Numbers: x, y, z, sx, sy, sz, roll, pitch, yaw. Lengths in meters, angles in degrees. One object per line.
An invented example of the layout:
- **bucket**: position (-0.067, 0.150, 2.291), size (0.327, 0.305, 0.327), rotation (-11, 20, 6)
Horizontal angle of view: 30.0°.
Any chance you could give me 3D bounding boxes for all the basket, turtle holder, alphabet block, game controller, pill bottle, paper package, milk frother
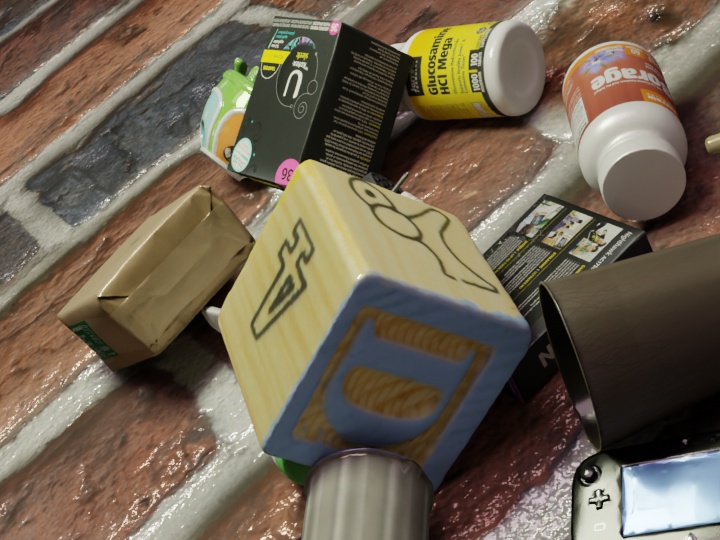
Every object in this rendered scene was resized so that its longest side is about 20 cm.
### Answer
- **basket**: position (0.265, 0.046, 1.122), size (0.198, 0.181, 0.137), rotation (-22, 53, 1)
- **turtle holder**: position (-0.160, -0.200, 1.811), size (0.132, 0.141, 0.185), rotation (-53, 44, -1)
- **alphabet block**: position (0.006, 0.051, 1.221), size (0.198, 0.193, 0.201), rotation (-58, 31, 21)
- **game controller**: position (0.259, 0.177, 1.053), size (0.198, 0.042, 0.105), rotation (-15, 37, 26)
- **pill bottle**: position (0.276, -0.144, 1.391), size (0.111, 0.113, 0.201), rotation (-22, 34, 15)
- **paper package**: position (-0.241, 0.013, 1.572), size (0.191, 0.104, 0.199), rotation (-49, 13, -24)
- **milk frother**: position (-0.046, 0.236, 1.092), size (0.179, 0.201, 0.189), rotation (-23, 33, 21)
- **pill bottle**: position (0.119, -0.243, 1.651), size (0.198, 0.113, 0.113), rotation (2, 46, 42)

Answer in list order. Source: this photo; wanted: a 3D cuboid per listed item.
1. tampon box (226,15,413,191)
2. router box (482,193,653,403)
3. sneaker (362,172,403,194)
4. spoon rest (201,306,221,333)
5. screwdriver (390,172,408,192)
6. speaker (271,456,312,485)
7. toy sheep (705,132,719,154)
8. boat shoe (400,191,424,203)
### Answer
- **tampon box**: position (-0.050, -0.190, 1.636), size (0.149, 0.125, 0.203), rotation (16, 89, 50)
- **router box**: position (0.171, 0.022, 1.318), size (0.200, 0.051, 0.149), rotation (-43, 36, -15)
- **sneaker**: position (0.031, -0.031, 1.516), size (0.083, 0.071, 0.201), rotation (-54, 29, 20)
- **spoon rest**: position (-0.096, 0.017, 1.561), size (0.099, 0.061, 0.199), rotation (10, 39, 45)
- **screwdriver**: position (-0.003, -0.039, 1.487), size (0.201, 0.028, 0.029), rotation (-52, 9, 26)
- **speaker**: position (-0.069, 0.129, 1.354), size (0.088, 0.089, 0.200), rotation (-32, 33, 0)
- **toy sheep**: position (0.420, -0.143, 1.248), size (0.198, 0.139, 0.139), rotation (-21, 34, 17)
- **boat shoe**: position (0.000, 0.000, 1.390), size (0.065, 0.074, 0.200), rotation (41, 70, 20)
